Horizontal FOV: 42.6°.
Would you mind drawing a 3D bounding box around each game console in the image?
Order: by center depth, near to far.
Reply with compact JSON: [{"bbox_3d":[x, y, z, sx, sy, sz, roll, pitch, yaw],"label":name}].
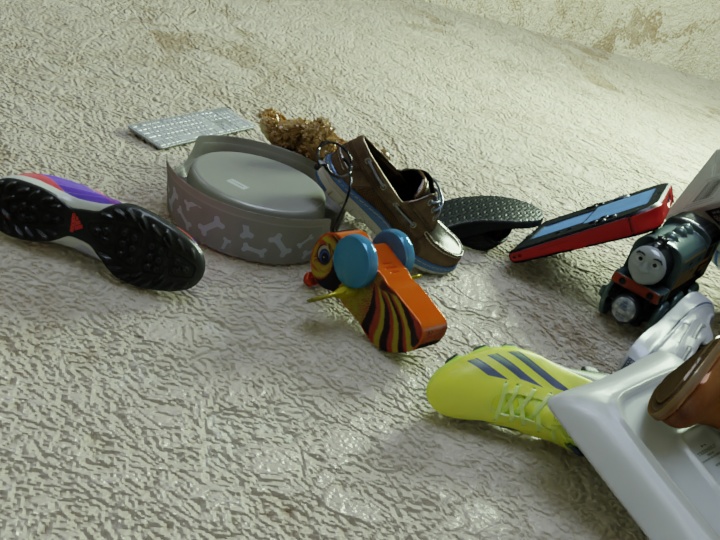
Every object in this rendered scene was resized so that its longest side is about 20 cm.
[{"bbox_3d":[0.278,-0.059,1.097,0.175,0.031,0.200,-13,7,26],"label":"game console"}]

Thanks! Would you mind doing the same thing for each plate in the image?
[{"bbox_3d":[0.261,0.150,0.707,0.198,0.032,0.201,-9,55,-47],"label":"plate"}]

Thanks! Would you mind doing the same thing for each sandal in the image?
[{"bbox_3d":[0.124,-0.052,1.097,0.198,0.049,0.075,-8,34,-21],"label":"sandal"}]

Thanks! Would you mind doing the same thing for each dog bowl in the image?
[{"bbox_3d":[-0.109,-0.073,0.955,0.197,0.059,0.201,14,25,-7],"label":"dog bowl"}]

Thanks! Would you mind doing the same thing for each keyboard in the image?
[{"bbox_3d":[-0.208,-0.182,1.168,0.056,0.011,0.200,27,26,19],"label":"keyboard"}]

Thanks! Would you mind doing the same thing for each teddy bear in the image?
[{"bbox_3d":[-0.035,-0.134,1.074,0.199,0.067,0.145,22,-23,44],"label":"teddy bear"}]

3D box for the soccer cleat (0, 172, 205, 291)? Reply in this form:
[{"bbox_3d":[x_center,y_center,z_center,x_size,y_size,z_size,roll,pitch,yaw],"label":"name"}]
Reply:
[{"bbox_3d":[-0.221,-0.040,0.805,0.197,0.069,0.073,18,20,5],"label":"soccer cleat"}]

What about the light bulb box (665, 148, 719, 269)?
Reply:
[{"bbox_3d":[0.505,-0.054,1.095,0.200,0.125,0.198,41,-6,-1],"label":"light bulb box"}]

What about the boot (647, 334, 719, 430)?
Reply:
[{"bbox_3d":[0.310,0.120,0.695,0.199,0.074,0.156,-16,64,-47],"label":"boot"}]

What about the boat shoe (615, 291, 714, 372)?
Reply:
[{"bbox_3d":[0.321,0.083,0.926,0.065,0.074,0.199,36,40,25],"label":"boat shoe"}]

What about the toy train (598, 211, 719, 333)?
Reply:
[{"bbox_3d":[0.340,0.000,1.043,0.085,0.115,0.199,31,27,29],"label":"toy train"}]

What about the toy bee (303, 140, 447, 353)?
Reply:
[{"bbox_3d":[0.000,0.000,0.854,0.130,0.109,0.202,12,49,-32],"label":"toy bee"}]

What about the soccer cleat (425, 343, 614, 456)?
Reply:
[{"bbox_3d":[0.150,0.110,0.746,0.197,0.065,0.084,10,28,-18],"label":"soccer cleat"}]

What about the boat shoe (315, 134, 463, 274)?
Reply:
[{"bbox_3d":[0.048,-0.066,0.957,0.199,0.072,0.073,32,32,-33],"label":"boat shoe"}]
